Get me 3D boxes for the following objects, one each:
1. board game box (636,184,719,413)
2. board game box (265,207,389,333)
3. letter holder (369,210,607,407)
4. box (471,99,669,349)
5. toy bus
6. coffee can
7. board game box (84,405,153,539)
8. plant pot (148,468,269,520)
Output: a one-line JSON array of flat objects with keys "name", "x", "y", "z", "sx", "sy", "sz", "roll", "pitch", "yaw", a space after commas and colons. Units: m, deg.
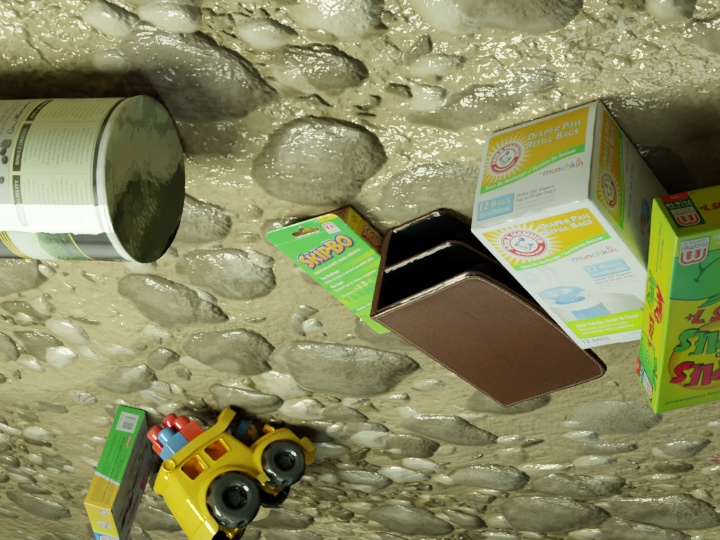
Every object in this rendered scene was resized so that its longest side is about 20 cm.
[{"name": "board game box", "x": 0.281, "y": 0.023, "z": 0.892, "sx": 0.101, "sy": 0.048, "sz": 0.201, "roll": -12, "pitch": 133, "yaw": -4}, {"name": "board game box", "x": 0.000, "y": 0.000, "z": 1.143, "sx": 0.095, "sy": 0.030, "sz": 0.200, "roll": -14, "pitch": 142, "yaw": 36}, {"name": "letter holder", "x": 0.132, "y": 0.030, "z": 1.073, "sx": 0.200, "sy": 0.101, "sz": 0.142, "roll": 34, "pitch": 141, "yaw": -31}, {"name": "box", "x": 0.193, "y": -0.032, "z": 0.945, "sx": 0.112, "sy": 0.102, "sz": 0.200, "roll": -13, "pitch": 140, "yaw": 35}, {"name": "toy bus", "x": -0.187, "y": 0.256, "z": 1.521, "sx": 0.192, "sy": 0.200, "sz": 0.136, "roll": 48, "pitch": 149, "yaw": 12}, {"name": "coffee can", "x": -0.278, "y": -0.081, "z": 1.003, "sx": 0.199, "sy": 0.147, "sz": 0.147, "roll": 2, "pitch": 147, "yaw": 18}, {"name": "board game box", "x": -0.351, "y": 0.310, "z": 1.649, "sx": 0.040, "sy": 0.154, "sz": 0.200, "roll": 13, "pitch": 148, "yaw": 2}, {"name": "plant pot", "x": -0.238, "y": 0.350, "z": 1.792, "sx": 0.199, "sy": 0.028, "sz": 0.200, "roll": 10, "pitch": 149, "yaw": 6}]
